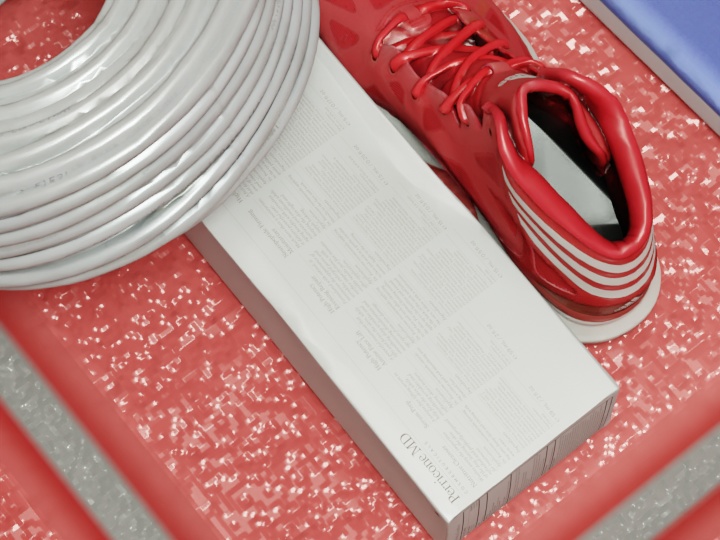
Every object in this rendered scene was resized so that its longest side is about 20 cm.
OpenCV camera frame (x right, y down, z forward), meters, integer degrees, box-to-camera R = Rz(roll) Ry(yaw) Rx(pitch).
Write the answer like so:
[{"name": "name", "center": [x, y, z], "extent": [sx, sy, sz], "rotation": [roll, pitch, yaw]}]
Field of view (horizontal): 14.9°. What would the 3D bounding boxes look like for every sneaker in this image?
[{"name": "sneaker", "center": [0.049, -0.074, 1.019], "extent": [0.078, 0.116, 0.200], "rotation": [-38, 75, -15]}]

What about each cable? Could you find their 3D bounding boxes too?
[{"name": "cable", "center": [-0.118, -0.088, 1.003], "extent": [0.200, 0.069, 0.200], "rotation": [-42, 54, -12]}]

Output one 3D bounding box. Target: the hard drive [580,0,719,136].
[{"name": "hard drive", "center": [0.179, -0.106, 1.086], "extent": [0.132, 0.025, 0.200], "rotation": [-40, 76, -16]}]

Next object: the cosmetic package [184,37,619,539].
[{"name": "cosmetic package", "center": [0.000, 0.000, 1.023], "extent": [0.082, 0.051, 0.200], "rotation": [-36, 74, -14]}]
